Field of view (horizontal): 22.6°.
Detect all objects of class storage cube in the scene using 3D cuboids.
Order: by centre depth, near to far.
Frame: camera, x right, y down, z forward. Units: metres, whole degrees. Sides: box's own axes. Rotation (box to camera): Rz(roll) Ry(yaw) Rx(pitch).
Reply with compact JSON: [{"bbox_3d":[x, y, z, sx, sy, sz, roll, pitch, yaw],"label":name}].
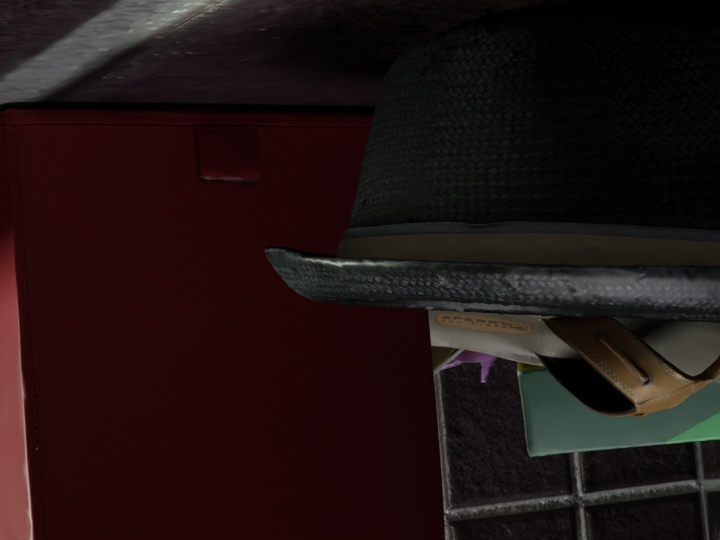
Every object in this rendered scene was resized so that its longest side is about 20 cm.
[{"bbox_3d":[-0.084,0.037,0.737,0.200,0.180,0.171,-1,174,-32],"label":"storage cube"}]

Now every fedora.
[{"bbox_3d":[0.070,-0.031,0.578,0.200,0.092,0.201,2,178,0],"label":"fedora"}]

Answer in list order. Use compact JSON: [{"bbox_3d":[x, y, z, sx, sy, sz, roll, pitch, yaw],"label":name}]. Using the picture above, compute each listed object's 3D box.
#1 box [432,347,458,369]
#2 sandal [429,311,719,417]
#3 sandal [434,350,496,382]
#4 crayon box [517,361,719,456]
[{"bbox_3d":[0.030,0.024,1.122,0.200,0.021,0.163,-36,-161,-37],"label":"box"},{"bbox_3d":[0.108,0.037,0.811,0.199,0.054,0.080,5,152,5],"label":"sandal"},{"bbox_3d":[0.058,0.050,1.130,0.202,0.050,0.082,-32,-164,-26],"label":"sandal"},{"bbox_3d":[0.175,0.018,0.964,0.172,0.058,0.200,-5,-153,10],"label":"crayon box"}]
